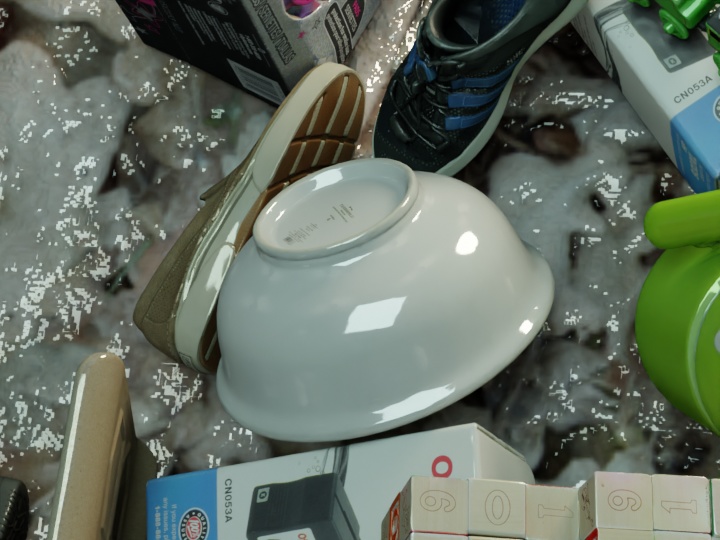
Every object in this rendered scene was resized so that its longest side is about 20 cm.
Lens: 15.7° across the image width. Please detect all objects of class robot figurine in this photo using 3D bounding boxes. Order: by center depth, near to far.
[{"bbox_3d":[0.217,0.036,1.383,0.115,0.200,0.176,-17,102,-8],"label":"robot figurine"}]

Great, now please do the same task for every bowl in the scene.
[{"bbox_3d":[0.000,0.000,1.443,0.200,0.091,0.201,-17,27,9],"label":"bowl"}]

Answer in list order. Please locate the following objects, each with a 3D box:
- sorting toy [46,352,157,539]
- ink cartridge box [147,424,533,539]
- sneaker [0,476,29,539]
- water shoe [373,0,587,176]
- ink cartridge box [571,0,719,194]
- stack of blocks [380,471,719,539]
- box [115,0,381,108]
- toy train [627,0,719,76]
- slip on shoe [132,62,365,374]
[{"bbox_3d":[-0.150,0.157,1.412,0.036,0.200,0.186,6,72,5],"label":"sorting toy"},{"bbox_3d":[-0.009,0.176,1.412,0.199,0.084,0.146,-11,67,21],"label":"ink cartridge box"},{"bbox_3d":[-0.265,0.206,1.494,0.104,0.060,0.201,12,76,11],"label":"sneaker"},{"bbox_3d":[0.053,-0.128,1.492,0.072,0.079,0.200,51,121,26],"label":"water shoe"},{"bbox_3d":[0.211,-0.153,1.515,0.145,0.084,0.200,-33,68,0],"label":"ink cartridge box"},{"bbox_3d":[0.116,0.143,1.283,0.199,0.115,0.059,5,67,-8],"label":"stack of blocks"},{"bbox_3d":[-0.072,-0.193,1.524,0.132,0.200,0.115,27,79,19],"label":"box"},{"bbox_3d":[0.217,-0.121,1.427,0.042,0.056,0.200,-45,69,-6],"label":"toy train"},{"bbox_3d":[-0.066,-0.037,1.538,0.060,0.076,0.201,24,87,32],"label":"slip on shoe"}]
